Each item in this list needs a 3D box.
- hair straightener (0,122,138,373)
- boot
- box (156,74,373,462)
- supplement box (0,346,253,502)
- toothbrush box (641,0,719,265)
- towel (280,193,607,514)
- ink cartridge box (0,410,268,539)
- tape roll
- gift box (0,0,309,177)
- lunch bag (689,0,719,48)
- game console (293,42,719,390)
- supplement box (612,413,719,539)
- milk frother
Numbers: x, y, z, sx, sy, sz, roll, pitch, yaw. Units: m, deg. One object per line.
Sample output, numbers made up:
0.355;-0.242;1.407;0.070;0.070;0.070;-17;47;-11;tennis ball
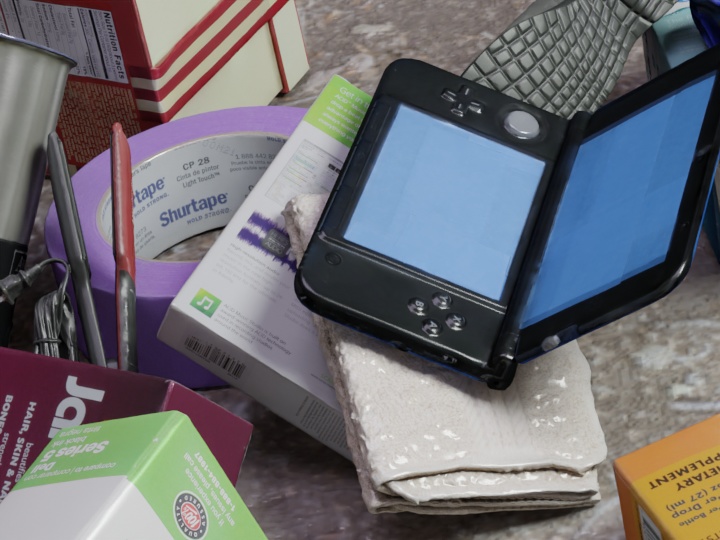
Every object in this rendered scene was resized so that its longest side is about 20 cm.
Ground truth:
-0.156;0.020;1.269;0.077;0.041;0.201;-5;75;-2;hair straightener
0.107;-0.124;1.381;0.200;0.068;0.131;-43;9;-20;boot
0.000;0.000;1.264;0.144;0.036;0.200;33;51;1;box
-0.166;0.100;1.164;0.199;0.086;0.111;9;75;29;supplement box
0.251;-0.100;1.370;0.146;0.086;0.200;-12;34;0;toothbrush box
0.043;0.036;1.197;0.132;0.035;0.200;-1;50;-22;towel
-0.115;0.180;0.991;0.084;0.146;0.200;-10;31;40;ink cartridge box
-0.079;-0.017;1.373;0.199;0.066;0.200;-8;34;6;tape roll
-0.159;-0.180;1.535;0.199;0.185;0.187;15;43;26;gift box
0.268;-0.140;1.281;0.150;0.094;0.200;-14;25;0;lunch bag
0.081;-0.052;1.188;0.170;0.119;0.200;22;44;0;game console
0.184;0.147;1.039;0.066;0.069;0.200;-22;36;-11;supplement box
-0.283;-0.050;1.331;0.199;0.189;0.180;14;-4;-23;milk frother
